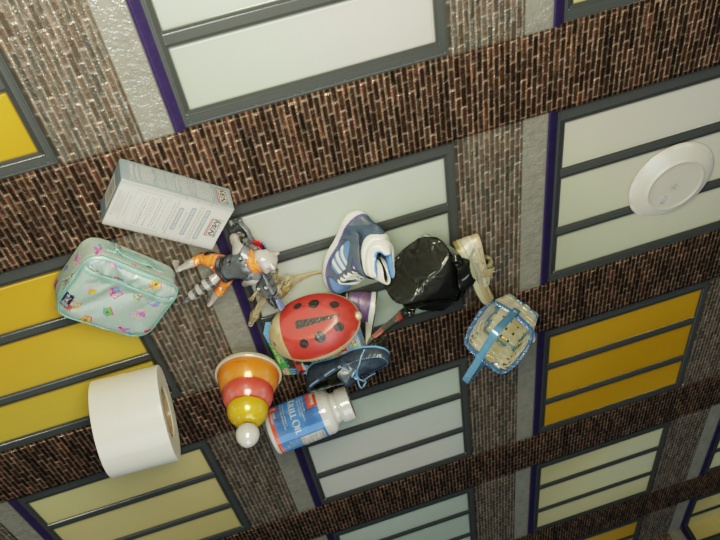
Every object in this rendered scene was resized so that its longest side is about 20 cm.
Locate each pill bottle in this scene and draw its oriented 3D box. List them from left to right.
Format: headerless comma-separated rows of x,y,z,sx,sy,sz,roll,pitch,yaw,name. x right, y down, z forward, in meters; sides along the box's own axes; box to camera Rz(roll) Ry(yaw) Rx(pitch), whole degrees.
-0.116,0.343,1.849,0.199,0.112,0.112,-22,137,-1,pill bottle

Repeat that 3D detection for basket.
0.308,0.151,1.769,0.200,0.139,0.177,-31,155,-45,basket

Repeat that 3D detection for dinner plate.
0.672,-0.188,1.700,0.199,0.024,0.201,-11,136,-10,dinner plate

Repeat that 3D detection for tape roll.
-0.459,0.306,1.612,0.139,0.203,0.203,-14,136,-9,tape roll

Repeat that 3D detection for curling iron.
0.086,0.104,1.704,0.200,0.026,0.050,-44,145,-17,curling iron

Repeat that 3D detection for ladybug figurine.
-0.095,0.109,1.583,0.199,0.136,0.072,-18,162,9,ladybug figurine

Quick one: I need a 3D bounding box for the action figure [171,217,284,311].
-0.226,0.018,1.459,0.193,0.105,0.200,-22,111,25,action figure

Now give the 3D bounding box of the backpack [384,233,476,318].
0.143,0.006,1.569,0.167,0.127,0.200,-42,157,15,backpack

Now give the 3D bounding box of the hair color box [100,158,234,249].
-0.329,-0.111,1.351,0.199,0.061,0.099,14,127,-31,hair color box

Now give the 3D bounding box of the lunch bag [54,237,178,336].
-0.443,0.031,1.434,0.200,0.077,0.160,24,121,-38,lunch bag

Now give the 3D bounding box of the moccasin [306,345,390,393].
-0.024,0.217,1.655,0.200,0.068,0.080,-24,130,29,moccasin

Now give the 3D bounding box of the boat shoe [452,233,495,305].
0.257,-0.001,1.688,0.065,0.072,0.200,-26,131,7,boat shoe

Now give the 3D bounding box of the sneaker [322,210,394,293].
0.000,0.000,1.518,0.080,0.147,0.200,-5,131,-33,sneaker

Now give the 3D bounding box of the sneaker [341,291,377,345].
-0.016,0.115,1.707,0.087,0.076,0.200,7,133,-1,sneaker

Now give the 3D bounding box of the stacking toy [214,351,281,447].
-0.241,0.286,1.669,0.145,0.200,0.146,-2,135,-2,stacking toy

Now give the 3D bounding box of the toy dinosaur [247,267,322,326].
-0.157,0.029,1.576,0.200,0.058,0.101,-34,154,-5,toy dinosaur

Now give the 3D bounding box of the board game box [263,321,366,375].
-0.089,0.162,1.683,0.199,0.037,0.152,-5,136,13,board game box
